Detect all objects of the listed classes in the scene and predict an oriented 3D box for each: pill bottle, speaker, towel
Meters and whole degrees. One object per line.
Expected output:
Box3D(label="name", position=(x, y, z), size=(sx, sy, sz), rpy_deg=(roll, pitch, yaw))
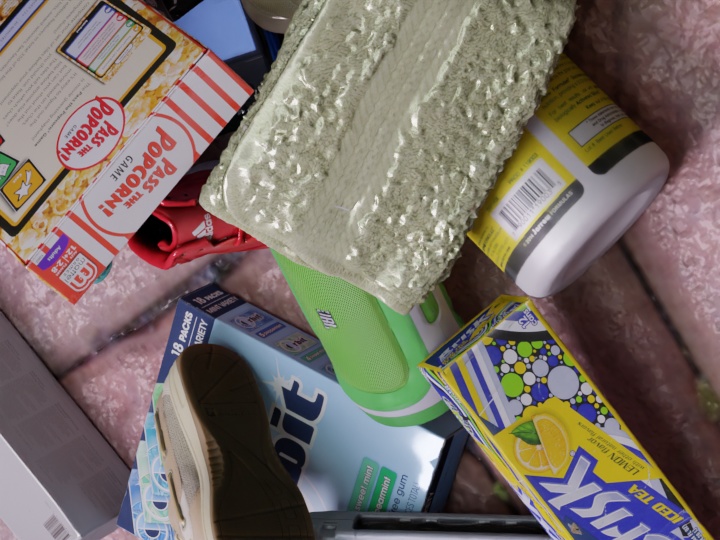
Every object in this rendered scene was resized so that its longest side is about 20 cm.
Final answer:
Box3D(label="pill bottle", position=(0.070, -0.090, 1.577), size=(0.200, 0.112, 0.113), rpy_deg=(46, 122, 11))
Box3D(label="speaker", position=(0.000, 0.000, 1.612), size=(0.088, 0.089, 0.200), rpy_deg=(3, 139, 29))
Box3D(label="towel", position=(0.017, -0.085, 1.487), size=(0.148, 0.037, 0.201), rpy_deg=(24, 107, -13))

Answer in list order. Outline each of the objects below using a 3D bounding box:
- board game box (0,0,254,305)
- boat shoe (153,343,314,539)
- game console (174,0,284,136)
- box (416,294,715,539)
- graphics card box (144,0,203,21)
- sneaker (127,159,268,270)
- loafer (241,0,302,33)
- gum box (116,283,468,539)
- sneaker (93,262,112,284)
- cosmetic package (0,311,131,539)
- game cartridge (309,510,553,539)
Box3D(label="board game box", position=(-0.169, -0.092, 1.526), size=(0.152, 0.046, 0.200), rpy_deg=(-49, 45, -1))
Box3D(label="boat shoe", position=(-0.082, 0.142, 1.679), size=(0.065, 0.072, 0.201), rpy_deg=(-51, 46, 40))
Box3D(label="game console", position=(-0.110, -0.174, 1.654), size=(0.170, 0.118, 0.201), rpy_deg=(-15, 96, 32))
Box3D(label="box", position=(0.123, 0.112, 1.597), size=(0.070, 0.064, 0.200), rpy_deg=(-39, 98, -7))
Box3D(label="graphics card box", position=(-0.157, -0.242, 1.551), size=(0.125, 0.051, 0.200), rpy_deg=(29, 152, 52))
Box3D(label="sneaker", position=(-0.054, -0.031, 1.665), size=(0.199, 0.115, 0.079), rpy_deg=(-13, 99, 34))
Box3D(label="loafer", position=(0.027, -0.170, 1.512), size=(0.199, 0.068, 0.076), rpy_deg=(-7, 65, 8))
Box3D(label="gum box", position=(-0.045, 0.128, 1.751), size=(0.199, 0.045, 0.171), rpy_deg=(26, 115, 20))
Box3D(label="sneaker", position=(-0.173, -0.028, 1.710), size=(0.077, 0.200, 0.080), rpy_deg=(-20, 107, -1))
Box3D(label="cosmetic package", position=(-0.235, 0.098, 1.832), size=(0.200, 0.082, 0.051), rpy_deg=(50, 125, 8))
Box3D(label="game cartridge", position=(0.060, 0.213, 1.688), size=(0.199, 0.042, 0.134), rpy_deg=(1, 115, 11))
